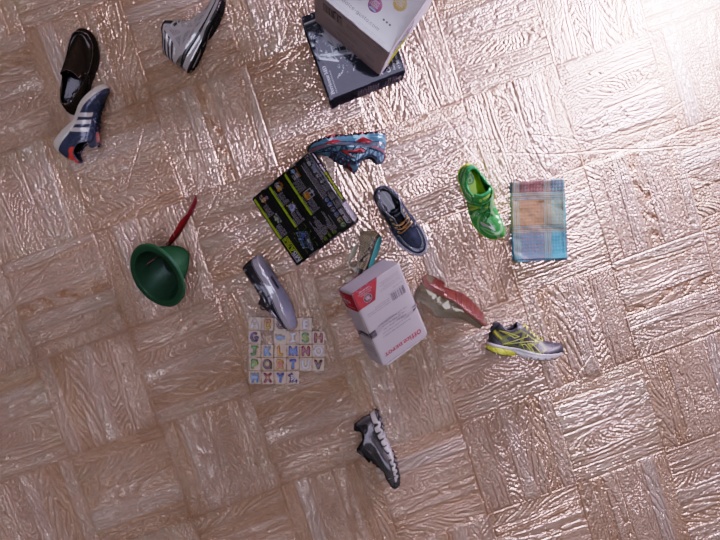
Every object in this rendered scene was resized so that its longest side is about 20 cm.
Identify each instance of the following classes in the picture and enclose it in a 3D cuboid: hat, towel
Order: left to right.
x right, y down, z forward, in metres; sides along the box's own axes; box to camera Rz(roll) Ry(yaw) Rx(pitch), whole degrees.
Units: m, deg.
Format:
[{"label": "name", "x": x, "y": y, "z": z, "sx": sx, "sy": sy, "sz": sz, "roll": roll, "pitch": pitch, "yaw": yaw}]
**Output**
[{"label": "hat", "x": -0.449, "y": -0.035, "z": 1.650, "sx": 0.166, "sy": 0.177, "sz": 0.199, "roll": 46, "pitch": 130, "yaw": -6}, {"label": "towel", "x": 0.446, "y": -0.123, "z": 1.661, "sx": 0.142, "sy": 0.022, "sz": 0.206, "roll": -4, "pitch": 94, "yaw": -2}]

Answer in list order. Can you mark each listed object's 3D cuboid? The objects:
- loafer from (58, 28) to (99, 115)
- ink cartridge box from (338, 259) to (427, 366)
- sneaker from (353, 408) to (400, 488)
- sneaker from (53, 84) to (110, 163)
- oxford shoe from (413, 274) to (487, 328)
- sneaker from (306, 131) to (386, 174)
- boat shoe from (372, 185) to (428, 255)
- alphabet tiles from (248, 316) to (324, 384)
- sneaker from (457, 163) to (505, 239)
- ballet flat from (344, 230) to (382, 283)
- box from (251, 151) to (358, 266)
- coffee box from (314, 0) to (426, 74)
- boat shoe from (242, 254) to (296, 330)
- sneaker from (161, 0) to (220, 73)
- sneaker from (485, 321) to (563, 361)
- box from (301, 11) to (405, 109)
[{"label": "loafer", "x": -0.675, "y": -0.477, "z": 1.585, "sx": 0.071, "sy": 0.071, "sz": 0.206, "roll": 8, "pitch": 94, "yaw": -2}, {"label": "ink cartridge box", "x": 0.055, "y": 0.100, "z": 1.594, "sx": 0.145, "sy": 0.082, "sz": 0.204, "roll": -31, "pitch": 111, "yaw": -21}, {"label": "sneaker", "x": 0.038, "y": 0.458, "z": 1.674, "sx": 0.088, "sy": 0.066, "sz": 0.205, "roll": -20, "pitch": 91, "yaw": 3}, {"label": "sneaker", "x": -0.647, "y": -0.348, "z": 1.597, "sx": 0.084, "sy": 0.075, "sz": 0.201, "roll": 39, "pitch": 102, "yaw": -2}, {"label": "oxford shoe", "x": 0.224, "y": 0.091, "z": 1.658, "sx": 0.198, "sy": 0.071, "sz": 0.075, "roll": 34, "pitch": 114, "yaw": 0}, {"label": "sneaker", "x": -0.032, "y": -0.283, "z": 1.611, "sx": 0.194, "sy": 0.079, "sz": 0.099, "roll": -6, "pitch": 96, "yaw": -1}, {"label": "boat shoe", "x": 0.097, "y": -0.119, "z": 1.618, "sx": 0.070, "sy": 0.091, "sz": 0.202, "roll": -37, "pitch": 94, "yaw": 2}, {"label": "alphabet tiles", "x": -0.187, "y": 0.203, "z": 1.678, "sx": 0.194, "sy": 0.008, "sz": 0.173, "roll": 1, "pitch": 94, "yaw": -1}, {"label": "sneaker", "x": 0.294, "y": -0.165, "z": 1.623, "sx": 0.073, "sy": 0.084, "sz": 0.204, "roll": -28, "pitch": 95, "yaw": 1}, {"label": "ballet flat", "x": 0.000, "y": 0.000, "z": 1.643, "sx": 0.073, "sy": 0.068, "sz": 0.206, "roll": 13, "pitch": 94, "yaw": 18}, {"label": "box", "x": -0.134, "y": -0.148, "z": 1.610, "sx": 0.191, "sy": 0.048, "sz": 0.202, "roll": -34, "pitch": 94, "yaw": 21}, {"label": "coffee box", "x": 0.033, "y": -0.578, "z": 1.408, "sx": 0.198, "sy": 0.200, "sz": 0.200, "roll": 37, "pitch": 91, "yaw": -4}, {"label": "boat shoe", "x": -0.228, "y": 0.064, "z": 1.640, "sx": 0.065, "sy": 0.070, "sz": 0.203, "roll": -27, "pitch": 98, "yaw": 18}, {"label": "sneaker", "x": -0.408, "y": -0.590, "z": 1.581, "sx": 0.114, "sy": 0.076, "sz": 0.204, "roll": 30, "pitch": 95, "yaw": -5}, {"label": "sneaker", "x": 0.412, "y": 0.174, "z": 1.655, "sx": 0.194, "sy": 0.074, "sz": 0.087, "roll": 5, "pitch": 94, "yaw": -2}, {"label": "box", "x": -0.016, "y": -0.522, "z": 1.573, "sx": 0.192, "sy": 0.124, "sz": 0.205, "roll": -21, "pitch": 94, "yaw": 2}]
